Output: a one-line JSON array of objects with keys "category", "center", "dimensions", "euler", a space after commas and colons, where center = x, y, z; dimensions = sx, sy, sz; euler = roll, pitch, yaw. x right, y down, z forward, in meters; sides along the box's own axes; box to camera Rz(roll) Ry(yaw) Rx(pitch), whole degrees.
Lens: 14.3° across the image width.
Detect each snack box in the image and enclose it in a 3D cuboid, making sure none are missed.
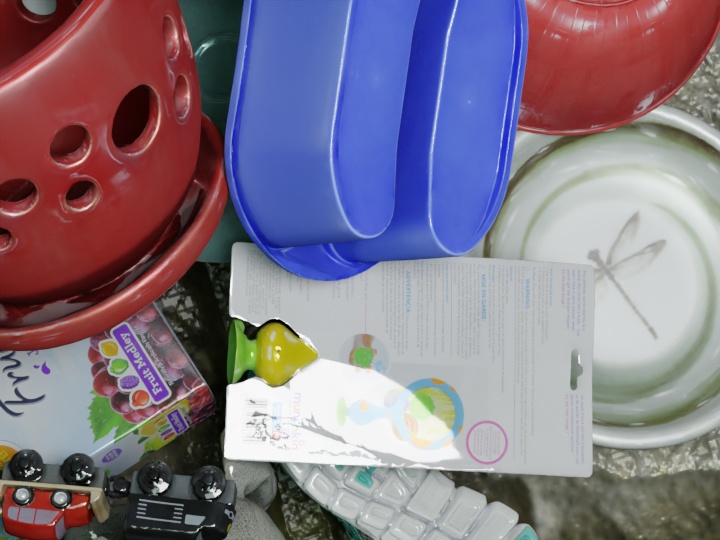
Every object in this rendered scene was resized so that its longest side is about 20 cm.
[{"category": "snack box", "center": [-0.189, 0.027, 1.557], "dimensions": [0.142, 0.053, 0.200], "euler": [-33, 70, -4]}]

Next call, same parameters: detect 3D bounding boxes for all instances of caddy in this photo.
[{"category": "caddy", "center": [0.002, -0.093, 1.483], "dimensions": [0.141, 0.105, 0.201], "euler": [11, 86, -43]}]

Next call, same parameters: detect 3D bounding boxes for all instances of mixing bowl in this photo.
[{"category": "mixing bowl", "center": [0.120, -0.180, 1.565], "dimensions": [0.199, 0.108, 0.201], "euler": [1, 84, -9]}]

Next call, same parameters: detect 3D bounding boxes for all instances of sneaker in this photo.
[{"category": "sneaker", "center": [0.005, 0.124, 1.593], "dimensions": [0.200, 0.091, 0.078], "euler": [46, 66, -8]}]

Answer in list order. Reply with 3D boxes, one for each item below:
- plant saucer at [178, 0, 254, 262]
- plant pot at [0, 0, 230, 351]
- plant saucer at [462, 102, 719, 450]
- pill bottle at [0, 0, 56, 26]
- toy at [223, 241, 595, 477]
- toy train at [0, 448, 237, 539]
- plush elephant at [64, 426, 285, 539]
[{"category": "plant saucer", "center": [-0.072, -0.105, 1.568], "dimensions": [0.199, 0.036, 0.201], "euler": [-4, 70, 12]}, {"category": "plant pot", "center": [-0.168, -0.076, 1.443], "dimensions": [0.200, 0.200, 0.183], "euler": [-33, 129, -5]}, {"category": "plant saucer", "center": [0.145, 0.005, 1.618], "dimensions": [0.199, 0.050, 0.201], "euler": [2, 77, -8]}, {"category": "pill bottle", "center": [-0.218, -0.226, 1.557], "dimensions": [0.111, 0.111, 0.201], "euler": [-12, 92, -6]}, {"category": "toy", "center": [0.024, 0.050, 1.542], "dimensions": [0.199, 0.047, 0.116], "euler": [4, 80, -15]}, {"category": "toy train", "center": [-0.163, 0.118, 1.477], "dimensions": [0.199, 0.034, 0.046], "euler": [5, 67, 6]}, {"category": "plush elephant", "center": [-0.100, 0.175, 1.539], "dimensions": [0.199, 0.155, 0.165], "euler": [-3, 55, -17]}]
